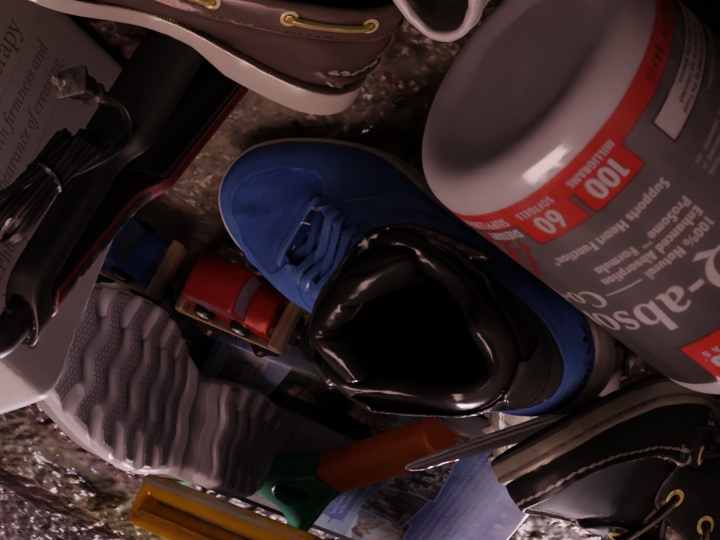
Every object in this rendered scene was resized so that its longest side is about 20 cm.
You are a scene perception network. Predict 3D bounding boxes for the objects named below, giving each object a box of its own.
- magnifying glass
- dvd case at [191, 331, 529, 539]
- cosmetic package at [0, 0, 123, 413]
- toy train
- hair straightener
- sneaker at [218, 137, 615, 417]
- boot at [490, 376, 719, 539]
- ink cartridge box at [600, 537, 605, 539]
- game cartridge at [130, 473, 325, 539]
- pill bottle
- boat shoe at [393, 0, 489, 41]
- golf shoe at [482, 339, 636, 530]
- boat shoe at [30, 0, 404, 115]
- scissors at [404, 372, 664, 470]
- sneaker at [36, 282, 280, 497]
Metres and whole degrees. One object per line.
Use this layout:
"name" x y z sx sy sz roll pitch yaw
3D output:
"magnifying glass" -0.030 0.113 1.060 0.199 0.022 0.080 -24 127 39
"dvd case" -0.007 0.100 1.067 0.199 0.018 0.143 21 143 -7
"cosmetic package" -0.225 -0.048 0.845 0.166 0.168 0.200 -18 132 38
"toy train" -0.059 0.014 0.926 0.199 0.034 0.046 23 167 21
"hair straightener" -0.113 -0.046 0.789 0.041 0.200 0.077 16 145 38
"sneaker" 0.001 -0.001 0.821 0.199 0.111 0.077 33 105 27
"boot" 0.145 0.128 0.842 0.073 0.154 0.203 -31 161 29
"ink cartridge box" 0.200 0.215 0.985 0.196 0.201 0.043 26 141 -13
"game cartridge" 0.003 0.163 1.010 0.199 0.033 0.176 30 169 -30
"pill bottle" 0.130 -0.023 0.786 0.200 0.116 0.116 36 138 -25
"boat shoe" 0.009 -0.166 0.695 0.072 0.066 0.201 2 139 19
"golf shoe" 0.099 0.049 0.925 0.097 0.079 0.200 -14 134 25
"boat shoe" -0.077 -0.127 0.775 0.199 0.072 0.060 24 136 -15
"scissors" 0.117 0.054 0.884 0.199 0.014 0.073 -7 154 -27
"sneaker" -0.118 0.063 0.959 0.082 0.075 0.200 7 159 29
